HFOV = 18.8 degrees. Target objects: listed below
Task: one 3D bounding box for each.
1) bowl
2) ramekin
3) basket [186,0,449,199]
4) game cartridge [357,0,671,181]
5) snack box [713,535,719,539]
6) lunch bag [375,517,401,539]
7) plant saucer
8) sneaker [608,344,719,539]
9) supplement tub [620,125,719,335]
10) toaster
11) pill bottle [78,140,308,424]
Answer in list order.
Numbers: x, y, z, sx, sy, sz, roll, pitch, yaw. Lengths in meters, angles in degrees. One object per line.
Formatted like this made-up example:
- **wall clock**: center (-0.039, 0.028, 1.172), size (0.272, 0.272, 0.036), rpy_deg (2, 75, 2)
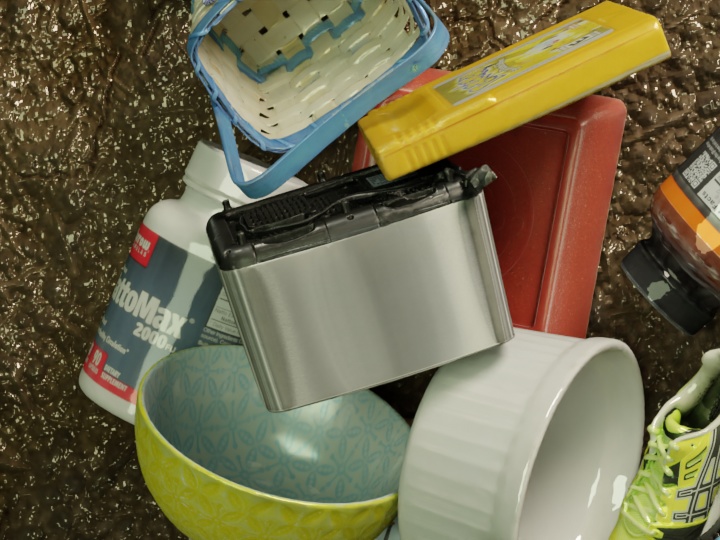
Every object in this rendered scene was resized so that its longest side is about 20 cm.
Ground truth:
- **bowl**: center (-0.067, 0.147, 1.480), size (0.199, 0.200, 0.108), rpy_deg (28, 116, 19)
- **ramekin**: center (0.106, 0.134, 1.456), size (0.097, 0.200, 0.202), rpy_deg (15, 93, 28)
- **basket**: center (-0.036, -0.153, 1.516), size (0.176, 0.139, 0.200), rpy_deg (-37, 41, 7)
- **game cartridge**: center (0.096, -0.123, 1.453), size (0.199, 0.176, 0.033), rpy_deg (-23, 101, 0)
- **snack box**: center (0.210, 0.278, 1.492), size (0.200, 0.037, 0.117), rpy_deg (-38, 76, 15)
- **lunch bag**: center (-0.012, 0.245, 1.559), size (0.198, 0.075, 0.162), rpy_deg (-3, 89, 22)
- **plant saucer**: center (0.075, -0.039, 1.557), size (0.198, 0.037, 0.202), rpy_deg (11, 92, 21)
- **sneaker**: center (0.211, 0.134, 1.465), size (0.075, 0.076, 0.201), rpy_deg (34, 94, 52)
- **supplement tub**: center (0.266, -0.050, 1.448), size (0.200, 0.107, 0.107), rpy_deg (-46, 74, 14)
- **toaster**: center (0.000, 0.000, 1.438), size (0.180, 0.200, 0.120), rpy_deg (-18, 101, -5)
- **pill bottle**: center (-0.115, 0.014, 1.582), size (0.119, 0.119, 0.201), rpy_deg (25, 96, 20)
